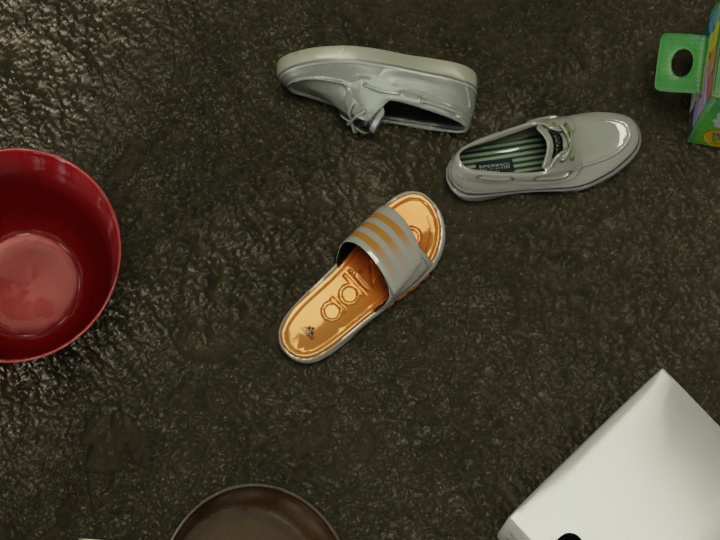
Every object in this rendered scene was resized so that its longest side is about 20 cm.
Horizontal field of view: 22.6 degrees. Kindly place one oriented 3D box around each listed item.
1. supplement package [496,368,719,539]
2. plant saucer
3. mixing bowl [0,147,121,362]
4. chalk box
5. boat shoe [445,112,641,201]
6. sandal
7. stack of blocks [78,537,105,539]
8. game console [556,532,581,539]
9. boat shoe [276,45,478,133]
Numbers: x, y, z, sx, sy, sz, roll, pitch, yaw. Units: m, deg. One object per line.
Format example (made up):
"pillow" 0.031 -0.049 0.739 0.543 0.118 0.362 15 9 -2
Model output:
"supplement package" 0.249 0.220 1.628 0.200 0.111 0.156 -42 79 -13
"plant saucer" -0.096 0.291 1.598 0.199 0.032 0.202 8 75 -30
"mixing bowl" -0.316 -0.001 1.671 0.198 0.108 0.202 1 74 -3
"chalk box" 0.388 -0.190 1.746 0.198 0.124 0.126 10 73 1
"boat shoe" 0.182 -0.111 1.744 0.198 0.067 0.074 -18 75 -7
"sandal" 0.006 0.006 1.707 0.079 0.059 0.207 41 76 9
"stack of blocks" -0.203 0.345 1.600 0.114 0.059 0.202 5 73 -1
"game console" 0.195 0.356 1.566 0.175 0.200 0.117 29 36 -14
"boat shoe" 0.016 -0.170 1.753 0.199 0.070 0.072 6 70 -3
